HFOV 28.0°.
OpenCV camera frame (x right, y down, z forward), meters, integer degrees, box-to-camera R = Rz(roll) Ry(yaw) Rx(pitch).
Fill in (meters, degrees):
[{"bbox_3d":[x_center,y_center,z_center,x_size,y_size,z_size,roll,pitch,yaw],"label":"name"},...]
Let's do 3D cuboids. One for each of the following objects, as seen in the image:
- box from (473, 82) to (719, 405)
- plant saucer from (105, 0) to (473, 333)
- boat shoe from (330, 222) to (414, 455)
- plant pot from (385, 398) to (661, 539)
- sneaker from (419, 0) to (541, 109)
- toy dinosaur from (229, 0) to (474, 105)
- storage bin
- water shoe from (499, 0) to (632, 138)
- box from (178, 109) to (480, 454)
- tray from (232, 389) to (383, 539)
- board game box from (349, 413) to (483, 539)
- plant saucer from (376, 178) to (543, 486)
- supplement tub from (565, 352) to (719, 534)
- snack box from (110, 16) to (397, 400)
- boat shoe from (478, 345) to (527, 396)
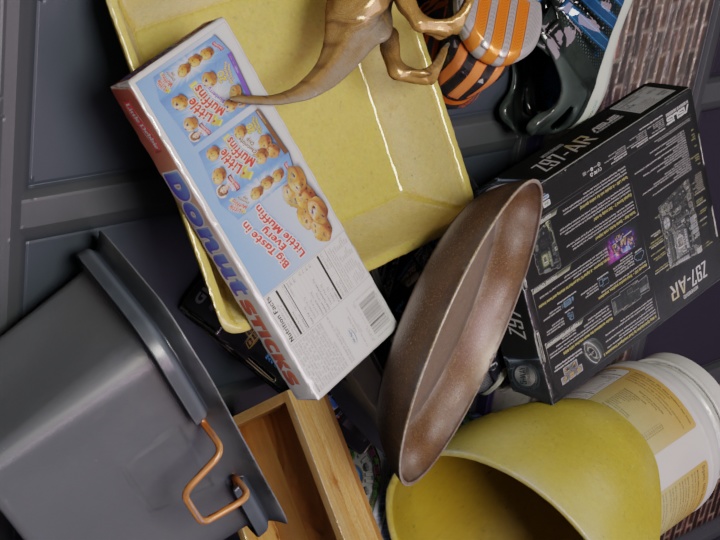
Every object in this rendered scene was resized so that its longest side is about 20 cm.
[{"bbox_3d":[0.176,-0.023,1.048,0.199,0.043,0.161,-33,119,-28],"label":"box"},{"bbox_3d":[-0.043,-0.090,0.838,0.199,0.048,0.202,-25,101,-35],"label":"plant saucer"},{"bbox_3d":[0.008,0.048,0.938,0.066,0.070,0.201,-42,130,-17],"label":"boat shoe"},{"bbox_3d":[0.137,0.173,1.042,0.142,0.199,0.202,-40,137,-39],"label":"plant pot"},{"bbox_3d":[0.072,-0.192,0.929,0.077,0.112,0.201,27,59,-14],"label":"sneaker"},{"bbox_3d":[0.002,-0.141,0.821,0.060,0.105,0.201,126,-15,-62],"label":"toy dinosaur"},{"bbox_3d":[-0.144,0.108,0.837,0.134,0.145,0.201,-35,135,-13],"label":"storage bin"},{"bbox_3d":[0.143,-0.184,1.002,0.079,0.071,0.202,-24,129,-38],"label":"water shoe"},{"bbox_3d":[0.000,0.000,0.981,0.201,0.050,0.198,-54,139,-7],"label":"box"},{"bbox_3d":[-0.029,0.181,0.934,0.037,0.098,0.202,-15,81,-46],"label":"tray"},{"bbox_3d":[0.021,0.220,1.124,0.199,0.061,0.202,-2,114,-47],"label":"board game box"},{"bbox_3d":[0.057,0.033,0.882,0.201,0.032,0.201,-56,160,-32],"label":"plant saucer"},{"bbox_3d":[0.214,0.165,1.229,0.199,0.144,0.146,-25,129,-34],"label":"supplement tub"},{"bbox_3d":[-0.054,-0.031,0.782,0.072,0.024,0.201,-40,109,-31],"label":"snack box"},{"bbox_3d":[0.112,0.068,1.083,0.093,0.075,0.200,48,65,-8],"label":"boat shoe"}]
